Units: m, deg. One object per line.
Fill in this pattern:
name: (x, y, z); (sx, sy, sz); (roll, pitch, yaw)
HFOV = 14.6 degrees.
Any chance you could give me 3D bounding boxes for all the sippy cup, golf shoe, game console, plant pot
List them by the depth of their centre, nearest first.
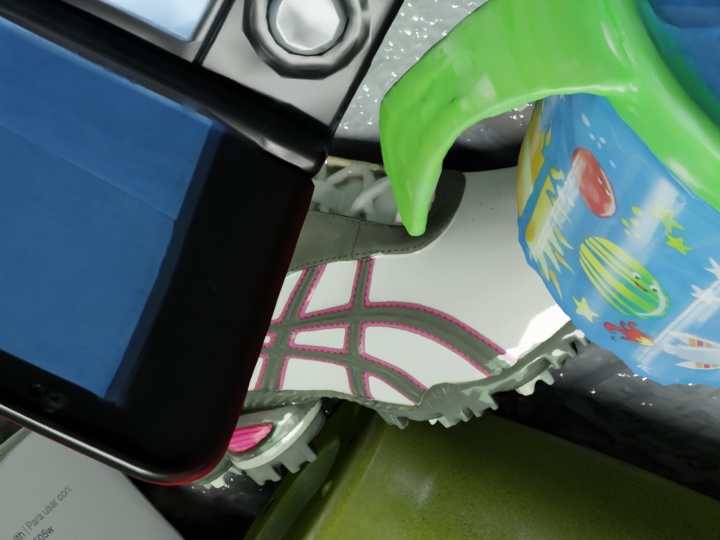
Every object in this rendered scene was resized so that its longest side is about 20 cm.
game console: (-0.085, -0.079, 0.649); (0.200, 0.119, 0.172); (26, 107, -10)
sippy cup: (0.101, -0.038, 0.697); (0.178, 0.140, 0.130); (26, 148, -3)
golf shoe: (0.000, 0.000, 0.814); (0.200, 0.077, 0.088); (-22, 116, 30)
plant pot: (0.050, 0.135, 0.884); (0.193, 0.200, 0.200); (34, 138, -7)

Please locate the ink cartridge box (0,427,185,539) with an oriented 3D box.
ink cartridge box: (-0.095, 0.164, 0.976); (0.200, 0.083, 0.147); (48, 135, -3)
